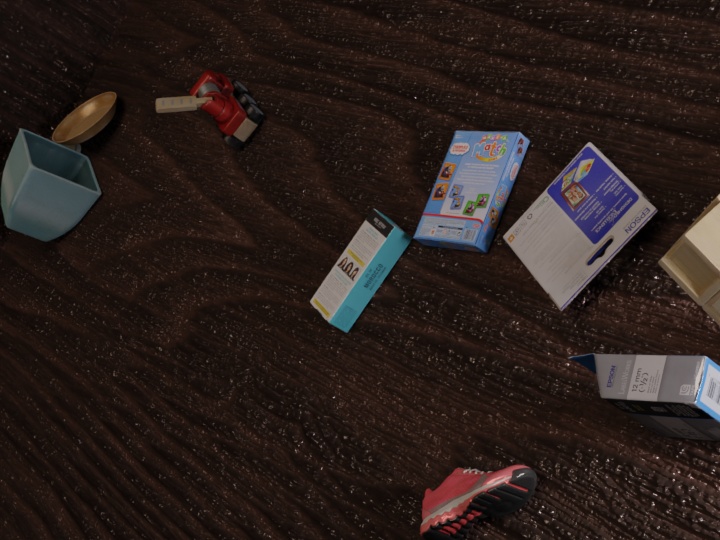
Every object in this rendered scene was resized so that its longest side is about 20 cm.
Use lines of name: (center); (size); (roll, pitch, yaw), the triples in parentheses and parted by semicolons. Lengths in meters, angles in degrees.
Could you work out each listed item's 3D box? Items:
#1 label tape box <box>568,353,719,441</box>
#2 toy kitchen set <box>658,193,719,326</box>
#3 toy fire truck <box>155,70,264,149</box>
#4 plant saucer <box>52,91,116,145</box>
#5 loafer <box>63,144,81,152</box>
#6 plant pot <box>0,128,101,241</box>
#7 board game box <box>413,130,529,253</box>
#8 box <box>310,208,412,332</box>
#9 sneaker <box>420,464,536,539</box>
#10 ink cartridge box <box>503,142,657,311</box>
label tape box: (0.369, 0.157, 1.500); (0.199, 0.143, 0.067); (-5, 62, 47)
toy kitchen set: (0.493, -0.003, 1.542); (0.200, 0.181, 0.163); (-38, -12, -25)
toy fire truck: (-0.331, -0.357, 2.585); (0.129, 0.199, 0.176); (-48, 39, 13)
plant saucer: (-0.696, -0.380, 3.110); (0.199, 0.036, 0.201); (-25, 31, 16)
loafer: (-0.816, -0.291, 3.198); (0.199, 0.069, 0.076); (-30, 46, 33)
plant pot: (-0.788, -0.192, 3.015); (0.201, 0.195, 0.196); (-55, 37, 18)
board game box: (0.180, -0.132, 1.991); (0.151, 0.036, 0.202); (9, 74, 51)
box: (0.000, 0.000, 2.099); (0.201, 0.049, 0.082); (-55, 38, 6)
sneaker: (0.156, 0.305, 1.703); (0.199, 0.073, 0.087); (-34, 43, 30)
ink cartridge box: (0.324, -0.060, 1.779); (0.198, 0.047, 0.200); (-47, 41, 13)
